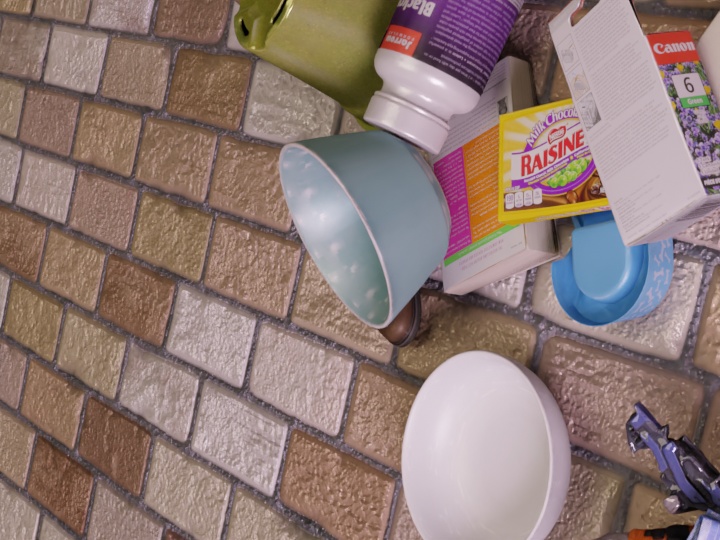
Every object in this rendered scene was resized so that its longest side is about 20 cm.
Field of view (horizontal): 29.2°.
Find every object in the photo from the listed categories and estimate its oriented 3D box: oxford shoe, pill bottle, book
[{"bbox_3d":[0.000,0.000,1.463,0.073,0.084,0.201,-52,49,29],"label":"oxford shoe"},{"bbox_3d":[0.080,-0.221,1.334,0.111,0.111,0.201,25,91,50],"label":"pill bottle"},{"bbox_3d":[0.121,-0.091,1.361,0.133,0.048,0.202,-26,63,47],"label":"book"}]

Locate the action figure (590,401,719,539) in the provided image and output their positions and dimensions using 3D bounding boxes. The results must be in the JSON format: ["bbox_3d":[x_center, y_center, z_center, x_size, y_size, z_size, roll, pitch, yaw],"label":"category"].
[{"bbox_3d":[0.270,0.190,1.087,0.193,0.104,0.201,-41,79,33],"label":"action figure"}]

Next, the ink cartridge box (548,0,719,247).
[{"bbox_3d":[0.222,-0.132,1.088,0.109,0.050,0.202,-40,64,59],"label":"ink cartridge box"}]

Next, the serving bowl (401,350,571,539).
[{"bbox_3d":[0.126,0.177,1.290,0.199,0.065,0.202,-11,75,49],"label":"serving bowl"}]

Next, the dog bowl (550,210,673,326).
[{"bbox_3d":[0.224,-0.049,1.223,0.111,0.049,0.202,-13,74,49],"label":"dog bowl"}]

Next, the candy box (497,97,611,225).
[{"bbox_3d":[0.198,-0.102,1.204,0.199,0.026,0.103,-8,75,49],"label":"candy box"}]

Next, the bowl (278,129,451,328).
[{"bbox_3d":[0.015,-0.056,1.352,0.201,0.105,0.202,50,158,28],"label":"bowl"}]

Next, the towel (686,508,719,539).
[{"bbox_3d":[0.272,0.291,1.009,0.024,0.146,0.201,-47,-19,-83],"label":"towel"}]

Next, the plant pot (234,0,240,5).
[{"bbox_3d":[-0.076,-0.353,1.561,0.199,0.200,0.135,-9,112,50],"label":"plant pot"}]

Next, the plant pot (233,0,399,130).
[{"bbox_3d":[-0.023,-0.263,1.436,0.200,0.183,0.202,-27,56,48],"label":"plant pot"}]

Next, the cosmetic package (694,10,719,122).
[{"bbox_3d":[0.346,-0.192,1.056,0.201,0.103,0.088,-58,44,29],"label":"cosmetic package"}]
